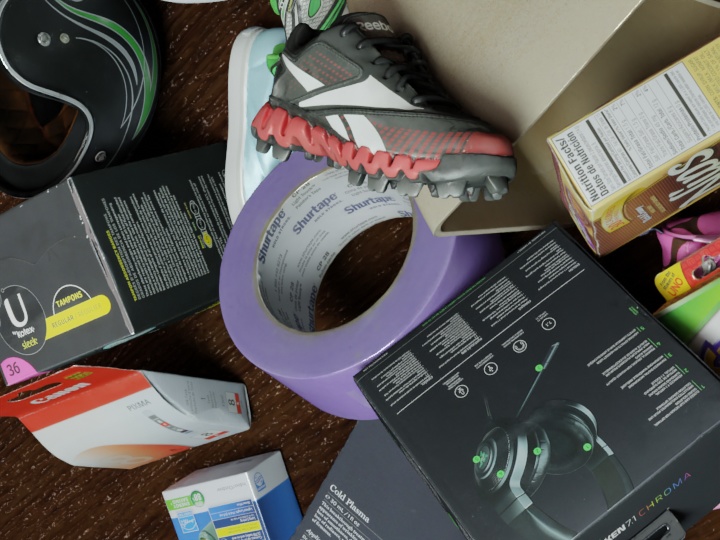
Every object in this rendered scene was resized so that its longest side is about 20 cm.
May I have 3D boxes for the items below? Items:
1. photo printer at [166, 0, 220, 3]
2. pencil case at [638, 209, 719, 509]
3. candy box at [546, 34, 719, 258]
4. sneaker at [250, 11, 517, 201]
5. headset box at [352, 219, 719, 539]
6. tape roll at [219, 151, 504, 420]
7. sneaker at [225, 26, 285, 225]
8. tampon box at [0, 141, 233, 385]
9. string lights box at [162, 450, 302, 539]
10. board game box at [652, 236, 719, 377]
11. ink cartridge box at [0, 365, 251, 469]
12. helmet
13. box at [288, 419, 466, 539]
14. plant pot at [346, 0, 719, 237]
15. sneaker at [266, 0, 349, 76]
[{"bbox_3d":[-0.147,-0.267,0.906,0.199,0.166,0.070,30,123,19],"label":"photo printer"},{"bbox_3d":[0.241,0.061,0.803,0.090,0.094,0.203,-6,102,13],"label":"pencil case"},{"bbox_3d":[0.214,-0.091,0.722,0.199,0.117,0.057,-30,72,6],"label":"candy box"},{"bbox_3d":[0.013,-0.098,0.695,0.199,0.070,0.099,23,104,45],"label":"sneaker"},{"bbox_3d":[0.123,0.100,0.749,0.174,0.093,0.200,-38,49,-5],"label":"headset box"},{"bbox_3d":[0.000,0.000,0.873,0.198,0.085,0.202,-16,57,26],"label":"tape roll"},{"bbox_3d":[-0.058,-0.092,0.950,0.081,0.074,0.203,4,104,34],"label":"sneaker"},{"bbox_3d":[-0.195,-0.008,0.977,0.149,0.199,0.128,-22,91,32],"label":"tampon box"},{"bbox_3d":[-0.091,0.273,1.069,0.102,0.059,0.202,-18,93,31],"label":"string lights box"},{"bbox_3d":[0.257,0.073,0.713,0.201,0.030,0.095,58,142,6],"label":"board game box"},{"bbox_3d":[-0.216,0.130,1.025,0.161,0.199,0.051,-22,71,32],"label":"ink cartridge box"},{"bbox_3d":[-0.256,-0.165,0.979,0.198,0.202,0.191,-10,140,31],"label":"helmet"},{"bbox_3d":[0.073,0.196,0.928,0.199,0.104,0.183,38,119,16],"label":"box"},{"bbox_3d":[0.109,-0.158,0.777,0.200,0.199,0.178,-48,67,30],"label":"plant pot"},{"bbox_3d":[-0.023,-0.208,0.846,0.084,0.078,0.202,20,123,5],"label":"sneaker"}]
